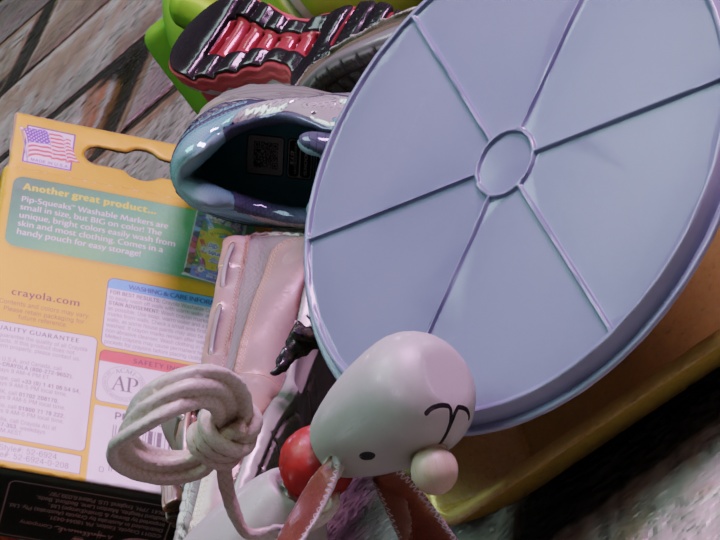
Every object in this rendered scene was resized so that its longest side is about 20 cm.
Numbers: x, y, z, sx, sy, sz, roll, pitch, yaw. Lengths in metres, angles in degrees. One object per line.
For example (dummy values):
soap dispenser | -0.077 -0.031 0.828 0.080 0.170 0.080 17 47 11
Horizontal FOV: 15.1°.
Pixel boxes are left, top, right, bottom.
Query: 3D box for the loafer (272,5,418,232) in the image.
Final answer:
loafer | 0.004 -0.083 1.271 0.200 0.075 0.070 -25 29 49

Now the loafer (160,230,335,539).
loafer | -0.051 0.059 1.105 0.062 0.072 0.201 9 44 11

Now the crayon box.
crayon box | -0.106 0.030 1.186 0.052 0.125 0.201 112 165 -47

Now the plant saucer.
plant saucer | 0.095 -0.025 0.986 0.200 0.048 0.201 -36 44 24

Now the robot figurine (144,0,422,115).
robot figurine | -0.039 -0.166 1.625 0.200 0.116 0.175 -28 10 42

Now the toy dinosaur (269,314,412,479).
toy dinosaur | 0.020 0.027 1.082 0.048 0.088 0.200 -61 3 37

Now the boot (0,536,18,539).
boot | -0.148 0.149 1.138 0.075 0.107 0.200 -47 18 -16

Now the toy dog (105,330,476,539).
toy dog | -0.025 0.115 0.934 0.131 0.097 0.200 -11 -32 -23

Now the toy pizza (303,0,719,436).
toy pizza | 0.060 -0.032 0.966 0.200 0.032 0.201 -24 52 34

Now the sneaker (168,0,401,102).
sneaker | -0.013 -0.098 1.485 0.200 0.087 0.074 17 65 44

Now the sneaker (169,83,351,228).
sneaker | 0.013 -0.043 1.156 0.199 0.078 0.086 -5 10 15
